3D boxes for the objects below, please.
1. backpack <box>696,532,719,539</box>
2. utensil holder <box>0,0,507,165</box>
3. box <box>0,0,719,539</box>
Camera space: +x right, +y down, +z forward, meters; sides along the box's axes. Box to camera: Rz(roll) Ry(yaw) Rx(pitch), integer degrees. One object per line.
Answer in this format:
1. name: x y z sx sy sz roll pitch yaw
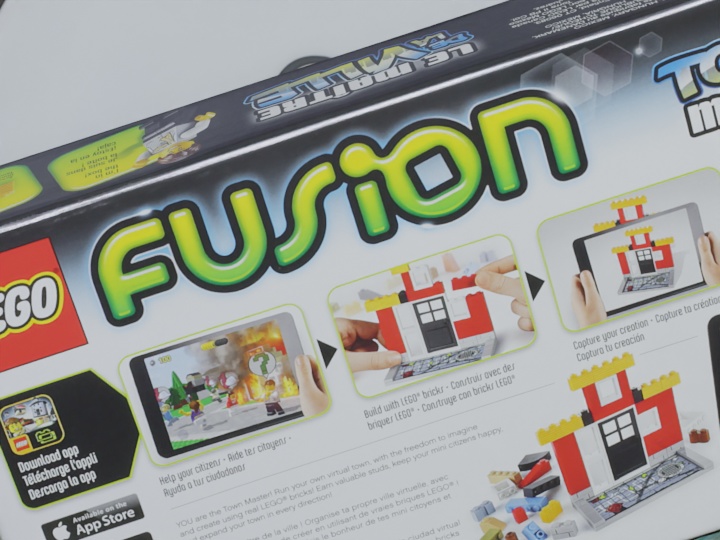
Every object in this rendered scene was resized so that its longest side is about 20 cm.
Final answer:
1. backpack: 0.113 0.104 0.616 0.167 0.200 0.127 38 13 -31
2. utensil holder: 0.000 0.000 0.654 0.200 0.169 0.171 71 1 -69
3. box: 0.022 0.009 0.495 0.035 0.199 0.111 -108 -179 -67
